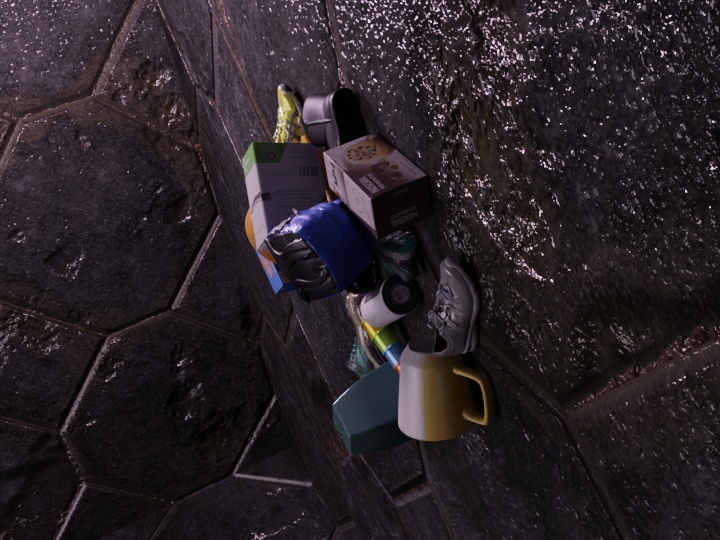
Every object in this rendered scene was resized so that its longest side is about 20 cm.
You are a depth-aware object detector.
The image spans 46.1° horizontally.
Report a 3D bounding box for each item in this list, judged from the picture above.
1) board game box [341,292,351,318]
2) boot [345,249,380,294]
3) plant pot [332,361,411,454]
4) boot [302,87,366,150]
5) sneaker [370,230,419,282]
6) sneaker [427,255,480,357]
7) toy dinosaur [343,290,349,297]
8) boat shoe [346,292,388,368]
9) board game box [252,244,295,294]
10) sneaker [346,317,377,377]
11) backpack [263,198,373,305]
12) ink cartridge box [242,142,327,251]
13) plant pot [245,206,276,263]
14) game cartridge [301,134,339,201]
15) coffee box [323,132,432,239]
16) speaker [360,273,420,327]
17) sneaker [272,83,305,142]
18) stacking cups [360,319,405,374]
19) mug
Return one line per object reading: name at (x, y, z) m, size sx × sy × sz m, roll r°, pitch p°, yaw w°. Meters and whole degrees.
board game box at (-0.031, 0.026, 2.062) m, size 0.120 × 0.032 × 0.204 m, roll 7°, pitch 118°, yaw 68°
boot at (-0.002, 0.002, 1.755) m, size 0.157 × 0.080 × 0.212 m, roll 35°, pitch 168°, yaw 47°
plant pot at (0.044, 0.306, 1.856) m, size 0.143 × 0.197 × 0.142 m, roll 58°, pitch 162°, yaw 32°
boot at (-0.046, -0.250, 1.646) m, size 0.168 × 0.075 × 0.204 m, roll -168°, pitch 65°, yaw -68°
sneaker at (0.053, -0.038, 1.611) m, size 0.200 × 0.076 × 0.093 m, roll 46°, pitch 158°, yaw 59°
sneaker at (0.148, 0.070, 1.402) m, size 0.075 × 0.081 × 0.203 m, roll 48°, pitch 155°, yaw 50°
toy dinosaur at (-0.038, -0.020, 1.902) m, size 0.101 × 0.077 × 0.201 m, roll 30°, pitch 157°, yaw 24°
boat shoe at (0.037, 0.134, 1.900) m, size 0.064 × 0.072 × 0.203 m, roll -16°, pitch 103°, yaw 39°
board game box at (-0.155, -0.030, 2.100) m, size 0.045 × 0.198 × 0.154 m, roll -44°, pitch 65°, yaw 42°
sneaker at (0.005, 0.198, 1.989) m, size 0.078 × 0.090 × 0.204 m, roll -48°, pitch -60°, yaw -82°
backpack at (-0.066, -0.050, 1.539) m, size 0.163 × 0.168 × 0.199 m, roll 49°, pitch 163°, yaw -12°
ink cartridge box at (-0.146, -0.147, 1.695) m, size 0.084 × 0.143 × 0.204 m, roll -37°, pitch 60°, yaw 59°
plant pot at (-0.157, -0.144, 1.997) m, size 0.203 × 0.197 × 0.184 m, roll 62°, pitch 149°, yaw 19°
game cartridge at (-0.080, -0.177, 1.829) m, size 0.203 × 0.032 × 0.177 m, roll 62°, pitch 167°, yaw 15°
coffee box at (0.028, -0.151, 1.463) m, size 0.200 × 0.111 × 0.081 m, roll 50°, pitch 157°, yaw 50°
speaker at (0.057, 0.064, 1.712) m, size 0.083 × 0.080 × 0.200 m, roll 66°, pitch 165°, yaw 5°
sneaker at (-0.165, -0.327, 1.954) m, size 0.075 × 0.075 × 0.204 m, roll -136°, pitch 30°, yaw -59°
stacking cups at (0.076, 0.184, 1.809) m, size 0.202 × 0.060 × 0.061 m, roll 56°, pitch 162°, yaw 17°
mug at (0.151, 0.203, 1.540) m, size 0.150 × 0.182 × 0.156 m, roll -60°, pitch -35°, yaw -68°
